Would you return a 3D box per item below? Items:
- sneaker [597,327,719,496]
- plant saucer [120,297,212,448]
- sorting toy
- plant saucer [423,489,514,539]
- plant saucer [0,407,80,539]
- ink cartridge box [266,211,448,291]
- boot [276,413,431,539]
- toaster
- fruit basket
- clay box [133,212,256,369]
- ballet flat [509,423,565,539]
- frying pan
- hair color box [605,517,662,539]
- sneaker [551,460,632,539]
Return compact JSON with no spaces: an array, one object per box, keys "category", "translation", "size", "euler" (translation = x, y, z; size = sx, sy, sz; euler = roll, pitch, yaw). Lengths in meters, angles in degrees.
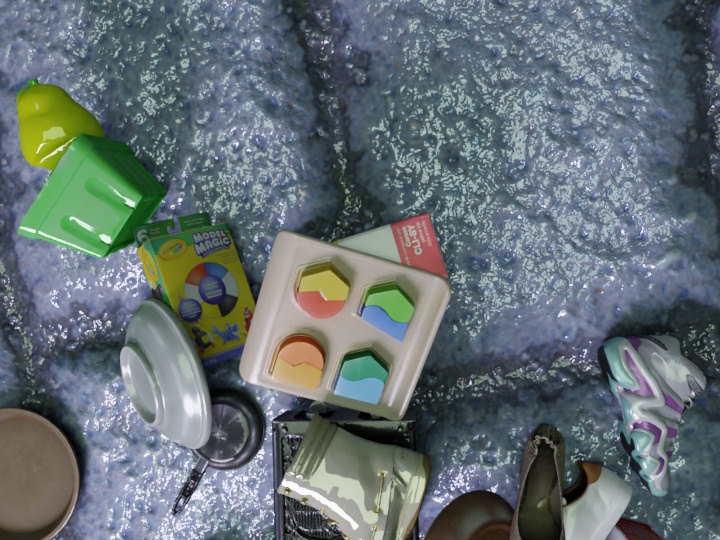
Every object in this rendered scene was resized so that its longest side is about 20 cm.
[{"category":"sneaker","translation":[0.392,0.170,0.745],"size":[0.139,0.078,0.201],"euler":[-15,89,6]},{"category":"plant saucer","translation":[-0.256,0.137,0.755],"size":[0.050,0.200,0.201],"euler":[-20,88,-39]},{"category":"sorting toy","translation":[-0.020,0.068,0.665],"size":[0.199,0.036,0.186],"euler":[17,107,-5]},{"category":"plant saucer","translation":[0.149,0.374,0.729],"size":[0.200,0.037,0.202],"euler":[3,84,-36]},{"category":"plant saucer","translation":[-0.486,0.291,0.850],"size":[0.199,0.029,0.201],"euler":[0,91,6]},{"category":"ink cartridge box","translation":[0.000,0.000,0.745],"size":[0.199,0.145,0.084],"euler":[-17,89,5]},{"category":"boot","translation":[-0.022,0.276,0.668],"size":[0.154,0.072,0.201],"euler":[20,87,4]},{"category":"toaster","translation":[-0.012,0.270,0.762],"size":[0.180,0.119,0.201],"euler":[-2,90,6]},{"category":"fruit basket","translation":[-0.358,-0.124,0.749],"size":[0.215,0.216,0.156],"euler":[35,93,4]},{"category":"clay box","translation":[-0.207,0.021,0.782],"size":[0.048,0.115,0.201],"euler":[-20,90,48]},{"category":"ballet flat","translation":[0.219,0.280,0.728],"size":[0.067,0.046,0.201],"euler":[5,56,21]},{"category":"frying pan","translation":[-0.218,0.241,0.828],"size":[0.190,0.031,0.115],"euler":[-37,86,2]},{"category":"hair color box","translation":[0.330,0.379,0.690],"size":[0.064,0.200,0.111],"euler":[14,92,5]},{"category":"sneaker","translation":[0.257,0.335,0.766],"size":[0.084,0.073,0.200],"euler":[32,82,7]}]
